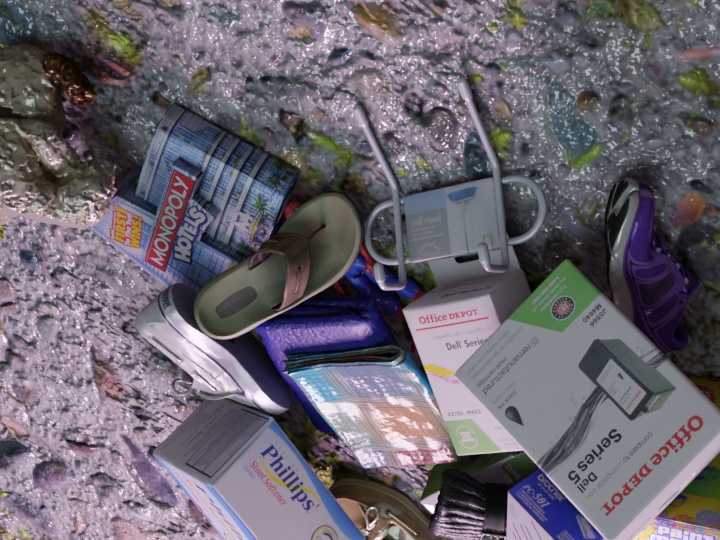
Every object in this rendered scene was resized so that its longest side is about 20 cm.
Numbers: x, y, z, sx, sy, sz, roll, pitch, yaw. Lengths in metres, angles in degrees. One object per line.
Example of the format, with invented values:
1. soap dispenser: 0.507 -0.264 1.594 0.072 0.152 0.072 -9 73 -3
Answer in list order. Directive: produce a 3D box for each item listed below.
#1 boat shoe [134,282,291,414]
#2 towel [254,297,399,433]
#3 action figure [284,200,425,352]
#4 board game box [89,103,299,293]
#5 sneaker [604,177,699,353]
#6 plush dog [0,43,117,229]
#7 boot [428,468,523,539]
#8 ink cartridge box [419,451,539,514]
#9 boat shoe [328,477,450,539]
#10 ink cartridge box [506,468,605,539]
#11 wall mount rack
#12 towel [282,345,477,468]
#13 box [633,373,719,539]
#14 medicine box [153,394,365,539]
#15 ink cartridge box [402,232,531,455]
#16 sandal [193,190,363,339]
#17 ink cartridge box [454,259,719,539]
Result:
1. boat shoe: -0.160 0.099 1.393 0.085 0.075 0.202 -30 130 22
2. towel: -0.015 0.098 1.407 0.145 0.050 0.201 -4 139 23
3. action figure: 0.000 0.000 1.353 0.200 0.052 0.065 43 135 -8
4. board game box: -0.186 -0.061 1.380 0.198 0.062 0.201 27 131 2
5. sneaker: 0.267 -0.003 1.224 0.082 0.081 0.202 -6 132 12
6. plush dog: -0.351 -0.141 1.336 0.197 0.175 0.160 2 169 28
7. boot: 0.157 0.230 1.341 0.156 0.080 0.213 24 137 5
8. ink cartridge box: 0.170 0.230 1.438 0.104 0.060 0.199 45 130 -13
9. boat shoe: 0.045 0.314 1.556 0.199 0.063 0.073 34 131 -3
10. ink cartridge box: 0.182 0.285 1.258 0.094 0.044 0.202 44 153 36
11. wall mount rack: 0.069 -0.077 1.248 0.198 0.074 0.177 -10 82 31
12. towel: 0.023 0.149 1.399 0.145 0.022 0.201 -7 137 28
13. box: 0.310 0.238 1.288 0.120 0.201 0.195 9 128 18
14. medicine box: -0.117 0.251 1.499 0.183 0.103 0.199 53 162 -19
15. ink cartridge box: 0.117 0.072 1.295 0.116 0.067 0.203 -13 102 44
16. sandal: -0.079 0.003 1.304 0.200 0.057 0.080 -38 88 8
17. ink cartridge box: 0.204 0.116 1.160 0.146 0.084 0.200 -45 68 3
